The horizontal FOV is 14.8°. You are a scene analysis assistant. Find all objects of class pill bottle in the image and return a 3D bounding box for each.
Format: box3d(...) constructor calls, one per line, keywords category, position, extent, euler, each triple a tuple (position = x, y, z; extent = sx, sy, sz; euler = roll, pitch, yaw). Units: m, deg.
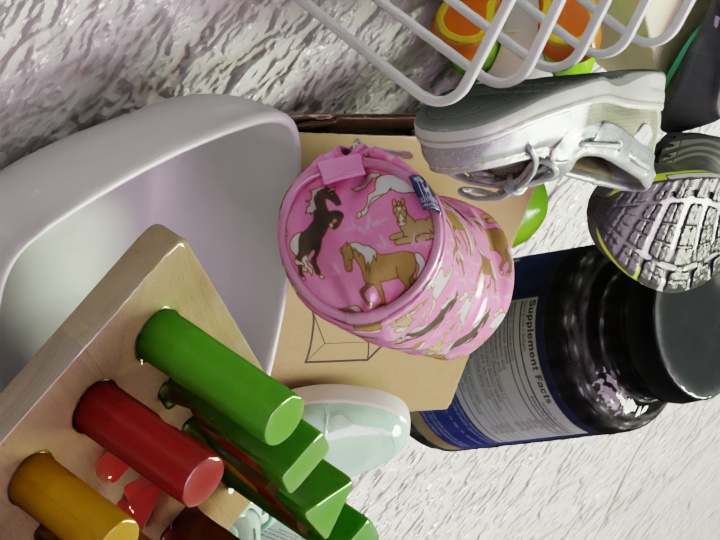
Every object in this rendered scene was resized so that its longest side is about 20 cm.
box3d(category="pill bottle", position=(0.117, 0.044, 1.625), extent=(0.200, 0.112, 0.112), euler=(-10, -171, 41))

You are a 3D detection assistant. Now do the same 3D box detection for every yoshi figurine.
box3d(category="yoshi figurine", position=(0.082, -0.077, 1.514), extent=(0.112, 0.112, 0.200), euler=(-35, 157, -16))

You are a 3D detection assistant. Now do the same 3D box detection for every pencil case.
box3d(category="pencil case", position=(0.021, -0.006, 1.351), extent=(0.087, 0.083, 0.200), euler=(-55, 164, 2))

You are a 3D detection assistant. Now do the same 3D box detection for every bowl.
box3d(category="bowl", position=(-0.121, 0.015, 1.273), extent=(0.200, 0.075, 0.200), euler=(-27, 139, -41))

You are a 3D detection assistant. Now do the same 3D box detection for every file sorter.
box3d(category="file sorter", position=(0.077, -0.171, 1.316), extent=(0.200, 0.125, 0.139), euler=(-20, 143, -51))

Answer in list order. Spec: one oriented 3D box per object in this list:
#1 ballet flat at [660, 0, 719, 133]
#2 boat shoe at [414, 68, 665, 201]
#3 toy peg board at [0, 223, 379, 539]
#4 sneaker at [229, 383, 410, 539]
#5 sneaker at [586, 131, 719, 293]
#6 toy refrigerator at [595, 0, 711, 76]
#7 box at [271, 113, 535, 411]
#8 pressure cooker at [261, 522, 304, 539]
box3d(category="ballet flat", position=(0.219, -0.135, 1.521), extent=(0.073, 0.073, 0.200), euler=(-31, 152, -39))
box3d(category="boat shoe", position=(0.094, -0.062, 1.355), extent=(0.202, 0.074, 0.065), euler=(-14, 99, -61))
box3d(category="toy peg board", position=(-0.092, 0.121, 1.245), extent=(0.199, 0.098, 0.200), euler=(-50, 149, -15))
box3d(category="sneaker", position=(-0.051, 0.134, 1.481), extent=(0.200, 0.118, 0.074), euler=(-13, 140, -19))
box3d(category="sneaker", position=(0.180, -0.038, 1.545), extent=(0.200, 0.081, 0.074), euler=(-3, 120, -52))
box3d(category="toy refrigerator", position=(0.158, -0.168, 1.543), extent=(0.070, 0.076, 0.200), euler=(-47, 158, -8))
box3d(category="box", position=(0.000, 0.000, 1.479), extent=(0.163, 0.021, 0.200), euler=(-2, 132, -25))
box3d(category="pressure cooker", position=(-0.075, 0.227, 1.574), extent=(0.176, 0.179, 0.200), euler=(-18, 157, -15))
